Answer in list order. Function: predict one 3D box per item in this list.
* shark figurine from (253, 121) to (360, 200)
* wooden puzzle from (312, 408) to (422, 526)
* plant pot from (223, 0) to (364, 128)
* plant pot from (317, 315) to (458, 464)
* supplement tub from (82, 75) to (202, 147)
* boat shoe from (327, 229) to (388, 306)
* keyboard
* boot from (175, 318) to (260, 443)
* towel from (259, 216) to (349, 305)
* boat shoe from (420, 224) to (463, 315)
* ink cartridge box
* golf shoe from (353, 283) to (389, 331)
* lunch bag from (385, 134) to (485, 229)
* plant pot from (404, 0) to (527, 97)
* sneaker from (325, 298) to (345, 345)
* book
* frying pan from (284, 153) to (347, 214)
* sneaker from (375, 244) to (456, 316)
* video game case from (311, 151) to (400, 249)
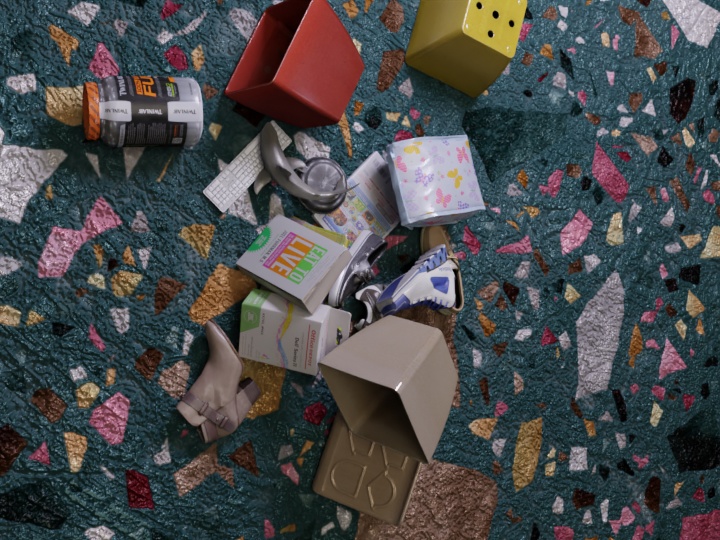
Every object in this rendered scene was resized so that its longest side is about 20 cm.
[{"bbox_3d":[-0.118,-0.178,1.562,0.212,0.089,0.130,32,80,-9],"label":"shark figurine"},{"bbox_3d":[0.021,0.382,1.623,0.196,0.046,0.189,19,85,14],"label":"wooden puzzle"},{"bbox_3d":[-0.111,-0.380,1.559,0.175,0.198,0.203,33,75,-33],"label":"plant pot"},{"bbox_3d":[0.070,0.202,1.525,0.177,0.197,0.202,-48,131,-31],"label":"plant pot"},{"bbox_3d":[-0.388,-0.282,1.453,0.196,0.122,0.126,-5,90,-26],"label":"supplement tub"},{"bbox_3d":[0.000,0.000,1.593,0.065,0.071,0.201,18,43,14],"label":"boat shoe"},{"bbox_3d":[-0.218,-0.203,1.582,0.056,0.011,0.200,45,75,-14],"label":"keyboard"},{"bbox_3d":[-0.280,0.214,1.520,0.145,0.070,0.202,-36,103,-19],"label":"boot"},{"bbox_3d":[-0.112,0.002,1.590,0.141,0.023,0.204,17,78,15],"label":"towel"},{"bbox_3d":[0.182,-0.006,1.744,0.073,0.066,0.204,-18,96,-24],"label":"boat shoe"},{"bbox_3d":[-0.123,0.119,1.523,0.195,0.067,0.120,12,115,9],"label":"ink cartridge box"},{"bbox_3d":[0.034,0.131,1.673,0.092,0.078,0.205,-8,84,-16],"label":"golf shoe"},{"bbox_3d":[0.139,-0.181,1.680,0.197,0.126,0.173,-10,83,-40],"label":"lunch bag"},{"bbox_3d":[0.238,-0.513,1.726,0.197,0.176,0.204,20,81,-24],"label":"plant pot"},{"bbox_3d":[-0.067,0.057,1.627,0.074,0.076,0.204,11,66,-18],"label":"sneaker"},{"bbox_3d":[-0.125,-0.018,1.534,0.134,0.198,0.048,-52,140,-16],"label":"book"},{"bbox_3d":[-0.096,-0.203,1.632,0.114,0.031,0.192,-37,100,-21],"label":"frying pan"},{"bbox_3d":[0.134,0.045,1.647,0.199,0.080,0.116,-40,100,-32],"label":"sneaker"},{"bbox_3d":[0.010,-0.127,1.693,0.200,0.018,0.144,-46,107,-19],"label":"video game case"}]
